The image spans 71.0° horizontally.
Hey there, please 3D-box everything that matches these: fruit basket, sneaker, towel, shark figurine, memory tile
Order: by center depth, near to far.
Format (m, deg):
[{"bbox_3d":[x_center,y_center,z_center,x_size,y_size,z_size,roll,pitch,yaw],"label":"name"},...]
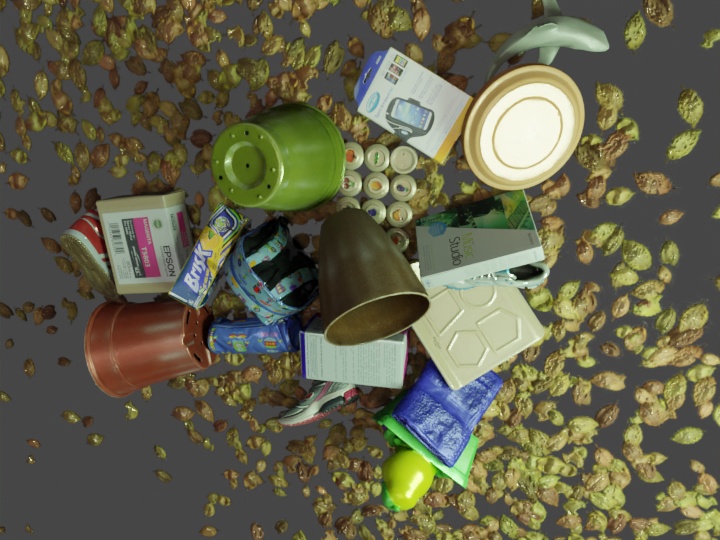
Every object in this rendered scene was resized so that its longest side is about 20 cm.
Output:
[{"bbox_3d":[0.260,-0.348,0.783,0.213,0.090,0.129,-27,97,17],"label":"shark figurine"},{"bbox_3d":[0.223,-0.004,0.862,0.198,0.087,0.076,-2,88,6],"label":"sneaker"},{"bbox_3d":[0.168,0.236,0.929,0.148,0.200,0.050,43,154,-3],"label":"towel"},{"bbox_3d":[0.026,-0.133,0.938,0.152,0.017,0.202,8,107,11],"label":"memory tile"},{"bbox_3d":[0.102,0.356,0.964,0.214,0.156,0.217,2,78,-8],"label":"fruit basket"},{"bbox_3d":[-0.093,0.272,1.062,0.199,0.081,0.075,-31,69,19],"label":"sneaker"},{"bbox_3d":[-0.551,-0.037,1.087,0.071,0.113,0.201,3,137,10],"label":"sneaker"}]

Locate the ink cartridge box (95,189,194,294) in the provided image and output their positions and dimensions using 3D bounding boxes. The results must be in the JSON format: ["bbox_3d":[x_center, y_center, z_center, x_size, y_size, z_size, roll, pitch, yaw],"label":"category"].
[{"bbox_3d":[-0.433,-0.057,1.041,0.163,0.075,0.202,-3,105,15],"label":"ink cartridge box"}]

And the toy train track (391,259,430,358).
[{"bbox_3d":[0.119,0.073,0.968,0.114,0.033,0.201,-15,110,-5],"label":"toy train track"}]

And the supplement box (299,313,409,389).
[{"bbox_3d":[-0.007,0.153,0.985,0.198,0.101,0.104,3,107,13],"label":"supplement box"}]

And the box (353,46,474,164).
[{"bbox_3d":[0.089,-0.287,0.867,0.199,0.041,0.119,34,111,5],"label":"box"}]

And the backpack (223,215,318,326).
[{"bbox_3d":[-0.168,0.013,0.930,0.134,0.200,0.183,-36,96,20],"label":"backpack"}]

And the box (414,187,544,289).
[{"bbox_3d":[0.194,-0.055,0.858,0.199,0.145,0.036,-15,136,16],"label":"box"}]

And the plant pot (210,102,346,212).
[{"bbox_3d":[-0.148,-0.186,0.862,0.199,0.193,0.202,5,106,17],"label":"plant pot"}]

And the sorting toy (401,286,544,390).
[{"bbox_3d":[0.203,0.089,0.920,0.199,0.036,0.186,-33,86,3],"label":"sorting toy"}]

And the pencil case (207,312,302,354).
[{"bbox_3d":[-0.216,0.129,1.039,0.198,0.078,0.087,-4,134,14],"label":"pencil case"}]

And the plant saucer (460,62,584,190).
[{"bbox_3d":[0.260,-0.221,0.804,0.199,0.032,0.202,-4,122,-6],"label":"plant saucer"}]

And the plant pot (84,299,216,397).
[{"bbox_3d":[-0.415,0.145,1.044,0.194,0.201,0.202,-11,103,8],"label":"plant pot"}]

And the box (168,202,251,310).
[{"bbox_3d":[-0.289,-0.028,0.979,0.064,0.070,0.201,29,90,-6],"label":"box"}]

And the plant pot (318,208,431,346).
[{"bbox_3d":[0.000,0.000,0.874,0.186,0.187,0.201,-30,62,20],"label":"plant pot"}]
